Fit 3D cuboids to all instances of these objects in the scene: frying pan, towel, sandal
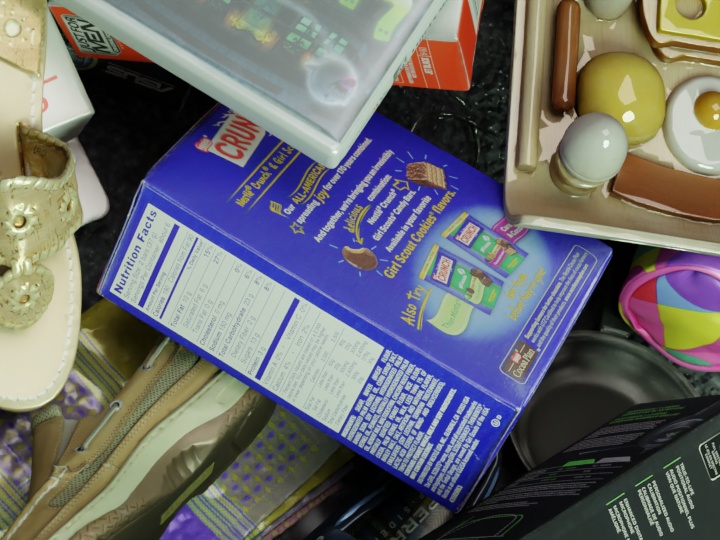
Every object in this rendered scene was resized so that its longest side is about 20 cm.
[{"bbox_3d":[0.114,0.051,1.298,0.114,0.031,0.191,-3,56,-23],"label":"frying pan"},{"bbox_3d":[-0.113,0.091,1.206,0.200,0.023,0.144,-35,81,-29],"label":"towel"},{"bbox_3d":[-0.162,-0.045,1.138,0.077,0.070,0.213,-2,83,-14],"label":"sandal"}]

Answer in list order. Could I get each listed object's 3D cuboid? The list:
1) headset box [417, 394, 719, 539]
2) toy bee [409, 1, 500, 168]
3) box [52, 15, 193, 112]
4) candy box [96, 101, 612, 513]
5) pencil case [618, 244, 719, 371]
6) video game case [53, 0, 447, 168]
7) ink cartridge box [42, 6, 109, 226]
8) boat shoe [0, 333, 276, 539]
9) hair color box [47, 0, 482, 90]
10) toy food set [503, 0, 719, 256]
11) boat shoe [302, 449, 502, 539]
[{"bbox_3d":[0.130,0.170,1.173,0.199,0.093,0.175,-27,98,-34],"label":"headset box"},{"bbox_3d":[0.028,-0.158,1.295,0.200,0.109,0.131,41,65,-11],"label":"toy bee"},{"bbox_3d":[-0.161,-0.188,1.308,0.199,0.044,0.161,19,62,-10],"label":"box"},{"bbox_3d":[0.000,0.000,1.206,0.199,0.077,0.169,32,33,5],"label":"candy box"},{"bbox_3d":[0.202,-0.036,1.325,0.088,0.088,0.200,30,51,-4],"label":"pencil case"},{"bbox_3d":[-0.048,-0.170,1.166,0.199,0.023,0.182,31,73,6],"label":"video game case"},{"bbox_3d":[-0.203,-0.100,1.207,0.116,0.067,0.201,-26,90,-15],"label":"ink cartridge box"},{"bbox_3d":[-0.122,0.094,1.158,0.076,0.072,0.200,36,50,14],"label":"boat shoe"},{"bbox_3d":[-0.040,-0.151,1.224,0.199,0.061,0.102,7,71,11],"label":"hair color box"},{"bbox_3d":[0.149,-0.104,1.240,0.143,0.060,0.201,8,73,-9],"label":"toy food set"},{"bbox_3d":[-0.006,0.142,1.192,0.084,0.069,0.200,35,61,-1],"label":"boat shoe"}]
